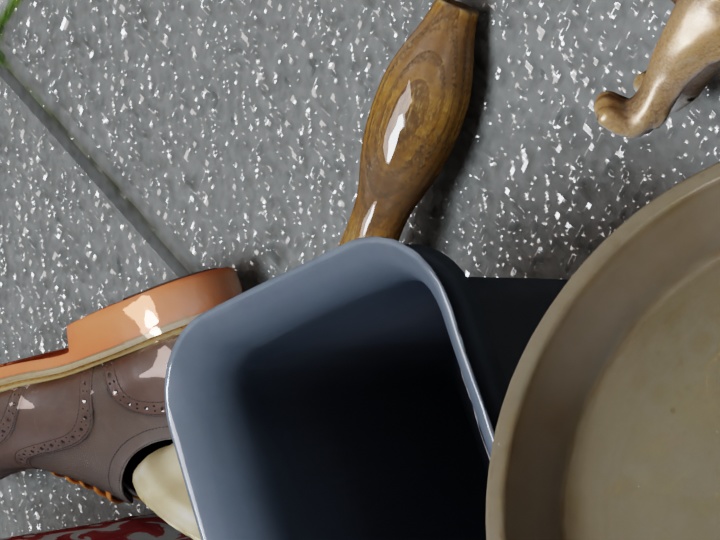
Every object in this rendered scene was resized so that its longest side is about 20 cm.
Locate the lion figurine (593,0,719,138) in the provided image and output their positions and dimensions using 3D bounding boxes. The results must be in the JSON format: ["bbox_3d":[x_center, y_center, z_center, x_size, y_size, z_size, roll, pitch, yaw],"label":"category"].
[{"bbox_3d":[0.144,-0.064,0.897,0.200,0.072,0.123,44,120,15],"label":"lion figurine"}]

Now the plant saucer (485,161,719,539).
[{"bbox_3d":[0.129,0.057,0.825,0.199,0.029,0.201,-13,62,26],"label":"plant saucer"}]

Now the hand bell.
[{"bbox_3d":[0.000,0.000,1.054,0.104,0.104,0.201,31,107,40],"label":"hand bell"}]

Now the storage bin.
[{"bbox_3d":[0.050,0.088,0.960,0.145,0.134,0.201,-26,79,38],"label":"storage bin"}]

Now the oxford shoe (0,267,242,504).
[{"bbox_3d":[-0.112,0.064,1.184,0.200,0.071,0.073,-27,82,46],"label":"oxford shoe"}]

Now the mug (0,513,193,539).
[{"bbox_3d":[-0.125,0.162,1.117,0.177,0.200,0.134,-2,95,47],"label":"mug"}]
